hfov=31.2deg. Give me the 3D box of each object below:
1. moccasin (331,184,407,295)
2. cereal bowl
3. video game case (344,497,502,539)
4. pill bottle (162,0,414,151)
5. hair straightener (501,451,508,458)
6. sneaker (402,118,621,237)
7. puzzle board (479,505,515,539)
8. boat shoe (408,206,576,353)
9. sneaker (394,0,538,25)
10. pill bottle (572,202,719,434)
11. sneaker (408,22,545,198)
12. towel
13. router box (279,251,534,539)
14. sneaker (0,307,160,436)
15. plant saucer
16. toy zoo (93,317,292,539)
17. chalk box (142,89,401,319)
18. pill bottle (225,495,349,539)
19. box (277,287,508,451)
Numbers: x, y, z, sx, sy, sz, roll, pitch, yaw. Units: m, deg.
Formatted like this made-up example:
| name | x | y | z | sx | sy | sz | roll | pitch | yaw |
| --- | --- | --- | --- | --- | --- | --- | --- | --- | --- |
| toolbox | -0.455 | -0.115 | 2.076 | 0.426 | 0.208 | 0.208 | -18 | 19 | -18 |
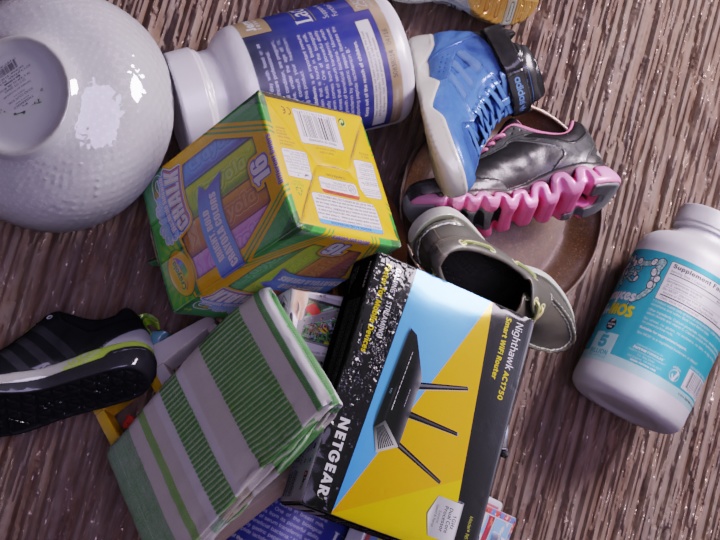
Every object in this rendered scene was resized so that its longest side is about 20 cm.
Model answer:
| name | x | y | z | sx | sy | sz | roll | pitch | yaw |
| --- | --- | --- | --- | --- | --- | --- | --- | --- | --- |
| moccasin | -0.002 | 0.000 | 1.116 | 0.073 | 0.078 | 0.202 | -7 | 76 | 21 |
| cereal bowl | -0.255 | -0.130 | 1.025 | 0.199 | 0.083 | 0.201 | -1 | 87 | 14 |
| video game case | 0.047 | 0.242 | 1.103 | 0.200 | 0.017 | 0.144 | 34 | 77 | -52 |
| pill bottle | -0.064 | -0.161 | 1.100 | 0.199 | 0.116 | 0.116 | -16 | 92 | -15 |
| hair straightener | 0.077 | 0.090 | 1.174 | 0.077 | 0.041 | 0.200 | -34 | 92 | -14 |
| sneaker | 0.127 | -0.087 | 1.145 | 0.199 | 0.079 | 0.096 | -9 | 68 | -15 |
| puzzle board | 0.067 | 0.295 | 1.121 | 0.151 | 0.017 | 0.201 | 33 | 77 | -53 |
| boat shoe | 0.122 | 0.022 | 1.114 | 0.072 | 0.060 | 0.201 | -45 | 123 | 14 |
| sneaker | 0.076 | -0.275 | 1.165 | 0.199 | 0.088 | 0.076 | 5 | 108 | -37 |
| pill bottle | 0.285 | 0.041 | 1.188 | 0.110 | 0.111 | 0.201 | 31 | 80 | -12 |
| sneaker | 0.107 | -0.145 | 1.107 | 0.111 | 0.200 | 0.077 | -11 | 130 | 5 |
| towel | -0.109 | 0.124 | 0.988 | 0.200 | 0.153 | 0.023 | -48 | 136 | 14 |
| router box | 0.039 | 0.106 | 0.992 | 0.149 | 0.051 | 0.201 | 23 | 72 | -20 |
| sneaker | -0.264 | 0.079 | 1.076 | 0.199 | 0.072 | 0.083 | -10 | 52 | -6 |
| plant saucer | 0.127 | -0.056 | 1.188 | 0.199 | 0.037 | 0.202 | 0 | 89 | -14 |
| toy zoo | -0.141 | 0.127 | 1.062 | 0.131 | 0.020 | 0.200 | -38 | 57 | 2 |
| chalk box | -0.090 | -0.035 | 1.051 | 0.124 | 0.200 | 0.124 | 6 | 59 | -48 |
| pill bottle | -0.050 | 0.192 | 1.082 | 0.115 | 0.116 | 0.201 | 30 | 77 | -12 |
| box | 0.027 | 0.084 | 1.043 | 0.199 | 0.035 | 0.111 | 10 | 74 | -22 |
